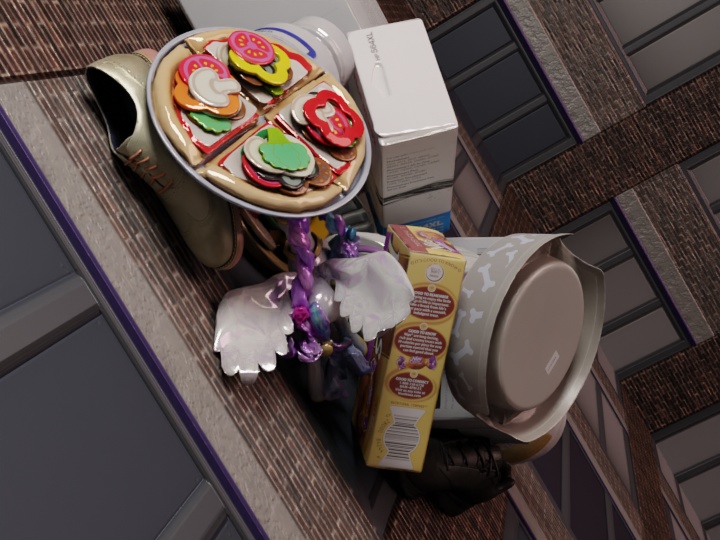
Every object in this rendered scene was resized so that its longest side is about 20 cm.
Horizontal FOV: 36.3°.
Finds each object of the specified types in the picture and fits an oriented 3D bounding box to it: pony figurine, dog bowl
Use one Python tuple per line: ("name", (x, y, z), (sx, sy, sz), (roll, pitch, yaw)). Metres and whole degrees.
("pony figurine", (-0.042, 0.024, 0.951), (0.200, 0.166, 0.193), (76, -1, -50))
("dog bowl", (0.152, 0.057, 1.024), (0.059, 0.200, 0.200), (18, -16, 39))

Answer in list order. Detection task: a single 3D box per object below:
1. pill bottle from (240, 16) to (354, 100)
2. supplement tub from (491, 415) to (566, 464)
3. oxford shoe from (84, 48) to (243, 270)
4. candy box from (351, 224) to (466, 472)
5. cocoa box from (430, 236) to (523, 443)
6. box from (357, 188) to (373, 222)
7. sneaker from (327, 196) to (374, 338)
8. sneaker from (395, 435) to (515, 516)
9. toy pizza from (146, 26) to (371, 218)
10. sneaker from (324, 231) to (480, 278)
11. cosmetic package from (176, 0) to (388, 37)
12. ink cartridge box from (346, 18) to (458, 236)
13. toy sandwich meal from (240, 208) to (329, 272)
("pill bottle", (-0.088, -0.163, 1.025), (0.112, 0.112, 0.200), (57, 42, -14))
("supplement tub", (0.165, 0.157, 1.336), (0.200, 0.144, 0.145), (35, 30, -58))
("oxford shoe", (-0.164, -0.085, 0.898), (0.074, 0.071, 0.200), (-22, 80, -52))
("candy box", (0.041, 0.068, 1.003), (0.117, 0.056, 0.200), (-117, -144, -74))
("cocoa box", (0.115, 0.078, 1.188), (0.131, 0.133, 0.200), (52, 40, -65))
("box", (-0.026, -0.108, 1.319), (0.068, 0.082, 0.200), (65, 17, 17))
("sneaker", (0.000, 0.000, 1.250), (0.115, 0.075, 0.200), (0, 72, -78))
("sneaker", (0.097, 0.199, 1.145), (0.200, 0.091, 0.076), (34, 39, -56))
("toy pizza", (-0.077, -0.131, 0.905), (0.200, 0.032, 0.200), (16, 51, -21))
("sneaker", (0.057, 0.007, 1.105), (0.100, 0.200, 0.075), (-52, 157, -70))
("cosmetic package", (-0.083, -0.294, 1.226), (0.165, 0.165, 0.200), (61, 16, -7))
("ink cartridge box", (0.042, -0.141, 1.159), (0.200, 0.084, 0.146), (89, -13, -62))
("toy sandwich meal", (-0.086, -0.086, 1.107), (0.205, 0.070, 0.205), (54, 17, -24))
